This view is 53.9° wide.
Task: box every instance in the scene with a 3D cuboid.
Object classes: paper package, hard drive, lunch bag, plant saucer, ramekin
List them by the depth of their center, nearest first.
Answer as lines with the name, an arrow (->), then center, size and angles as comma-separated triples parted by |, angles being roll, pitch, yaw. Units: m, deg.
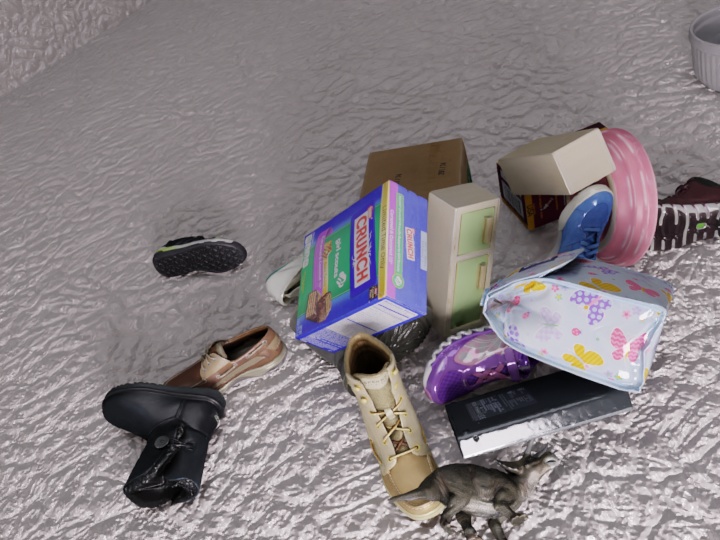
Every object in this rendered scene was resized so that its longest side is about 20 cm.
lunch bag -> 0.258, 0.042, 0.849 | 0.199, 0.128, 0.169 | 17, 16, 25
hard drive -> 0.207, 0.165, 0.856 | 0.199, 0.033, 0.140 | -17, 3, 2
plant saucer -> 0.356, -0.104, 1.033 | 0.050, 0.202, 0.201 | -7, 37, -9
paper package -> 0.100, -0.127, 1.249 | 0.189, 0.104, 0.201 | -6, 39, 14
ramekin -> 0.729, -0.420, 1.342 | 0.199, 0.106, 0.201 | -11, 39, 9

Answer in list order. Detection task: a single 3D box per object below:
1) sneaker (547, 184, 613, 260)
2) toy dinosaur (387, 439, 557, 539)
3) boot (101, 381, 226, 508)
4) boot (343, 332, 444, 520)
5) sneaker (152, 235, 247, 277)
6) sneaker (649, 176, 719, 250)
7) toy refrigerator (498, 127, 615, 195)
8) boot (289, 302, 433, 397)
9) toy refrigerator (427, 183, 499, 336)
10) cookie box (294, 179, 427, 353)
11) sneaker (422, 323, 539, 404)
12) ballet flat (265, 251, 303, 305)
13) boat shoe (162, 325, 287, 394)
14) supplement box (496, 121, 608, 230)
sneaker -> 0.307, -0.009, 0.965 | 0.076, 0.201, 0.112 | 5, 36, -27
toy dinosaur -> 0.127, 0.254, 0.799 | 0.198, 0.077, 0.103 | -5, 34, -3
boot -> -0.298, 0.242, 0.989 | 0.198, 0.077, 0.169 | -1, 37, 11
boot -> 0.039, 0.184, 0.858 | 0.072, 0.156, 0.201 | -20, 38, -2
sneaker -> -0.303, -0.044, 1.339 | 0.198, 0.072, 0.083 | -5, 39, 17
sneaker -> 0.482, -0.093, 1.087 | 0.198, 0.076, 0.116 | -4, 34, 2
toy refrigerator -> 0.280, -0.152, 1.030 | 0.076, 0.070, 0.200 | -28, 10, -6
boot -> -0.005, 0.074, 1.063 | 0.182, 0.073, 0.200 | -42, 35, -1
toy refrigerator -> 0.139, -0.012, 0.996 | 0.075, 0.201, 0.070 | -14, 32, -26
cookie box -> 0.000, 0.000, 0.966 | 0.200, 0.075, 0.172 | -28, 49, 45
sneaker -> 0.176, 0.118, 0.933 | 0.199, 0.081, 0.088 | -28, 33, -16
ballet flat -> -0.072, -0.012, 1.196 | 0.200, 0.069, 0.070 | -40, 39, 4
boat shoe -> -0.213, 0.139, 1.082 | 0.199, 0.072, 0.076 | -25, 39, -8
supplement box -> 0.347, -0.162, 1.202 | 0.199, 0.086, 0.111 | -22, 38, -4
